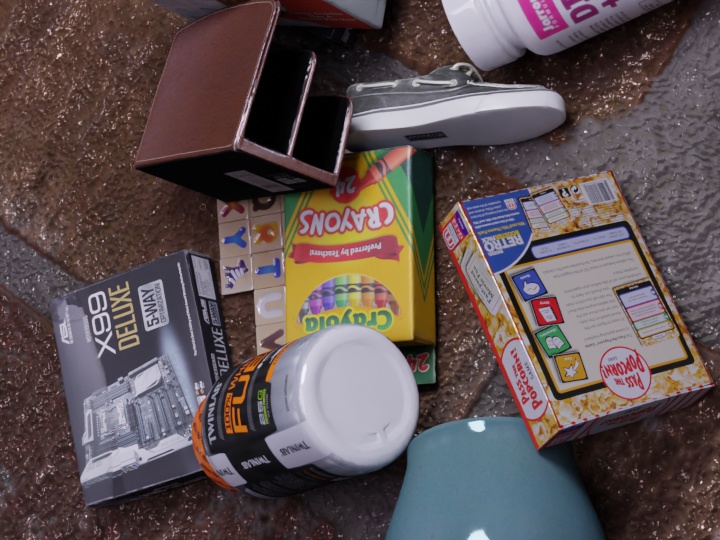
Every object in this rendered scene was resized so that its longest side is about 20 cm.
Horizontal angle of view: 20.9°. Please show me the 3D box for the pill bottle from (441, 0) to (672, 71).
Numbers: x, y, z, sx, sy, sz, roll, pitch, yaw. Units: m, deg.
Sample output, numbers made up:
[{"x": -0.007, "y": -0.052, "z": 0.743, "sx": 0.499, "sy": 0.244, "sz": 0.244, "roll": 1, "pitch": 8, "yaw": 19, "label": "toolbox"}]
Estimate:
[{"x": 0.173, "y": -0.245, "z": 1.593, "sx": 0.200, "sy": 0.113, "sz": 0.114, "roll": -23, "pitch": 72, "yaw": 22, "label": "pill bottle"}]

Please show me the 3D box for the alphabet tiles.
[{"x": -0.054, "y": -0.022, "z": 1.741, "sx": 0.167, "sy": 0.008, "sz": 0.201, "roll": -9, "pitch": 78, "yaw": 26, "label": "alphabet tiles"}]

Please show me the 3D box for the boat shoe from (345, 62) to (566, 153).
[{"x": 0.076, "y": -0.144, "z": 1.653, "sx": 0.200, "sy": 0.071, "sz": 0.064, "roll": -4, "pitch": 69, "yaw": 21, "label": "boat shoe"}]

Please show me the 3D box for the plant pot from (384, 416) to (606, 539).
[{"x": 0.106, "y": 0.222, "z": 1.523, "sx": 0.200, "sy": 0.200, "sz": 0.188, "roll": -14, "pitch": 61, "yaw": 25, "label": "plant pot"}]

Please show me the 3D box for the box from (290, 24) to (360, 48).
[{"x": -0.065, "y": -0.308, "z": 1.770, "sx": 0.200, "sy": 0.044, "sz": 0.161, "roll": 24, "pitch": 94, "yaw": 29, "label": "box"}]

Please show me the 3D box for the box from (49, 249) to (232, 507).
[{"x": -0.192, "y": 0.100, "z": 1.769, "sx": 0.157, "sy": 0.050, "sz": 0.200, "roll": -18, "pitch": 74, "yaw": 24, "label": "box"}]

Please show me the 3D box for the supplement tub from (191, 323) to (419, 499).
[{"x": -0.052, "y": 0.122, "z": 1.620, "sx": 0.200, "sy": 0.122, "sz": 0.123, "roll": -25, "pitch": 69, "yaw": 52, "label": "supplement tub"}]

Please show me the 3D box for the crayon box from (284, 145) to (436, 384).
[{"x": 0.000, "y": 0.000, "z": 1.676, "sx": 0.127, "sy": 0.051, "sz": 0.201, "roll": -7, "pitch": 79, "yaw": 27, "label": "crayon box"}]

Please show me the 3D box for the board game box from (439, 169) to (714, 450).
[{"x": 0.170, "y": 0.027, "z": 1.537, "sx": 0.200, "sy": 0.151, "sz": 0.046, "roll": 68, "pitch": 151, "yaw": 20, "label": "board game box"}]

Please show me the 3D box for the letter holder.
[{"x": -0.094, "y": -0.146, "z": 1.676, "sx": 0.200, "sy": 0.100, "sz": 0.142, "roll": -4, "pitch": 70, "yaw": 59, "label": "letter holder"}]

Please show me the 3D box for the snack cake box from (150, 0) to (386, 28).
[{"x": -0.088, "y": -0.256, "z": 1.683, "sx": 0.200, "sy": 0.115, "sz": 0.067, "roll": 7, "pitch": 84, "yaw": 28, "label": "snack cake box"}]
